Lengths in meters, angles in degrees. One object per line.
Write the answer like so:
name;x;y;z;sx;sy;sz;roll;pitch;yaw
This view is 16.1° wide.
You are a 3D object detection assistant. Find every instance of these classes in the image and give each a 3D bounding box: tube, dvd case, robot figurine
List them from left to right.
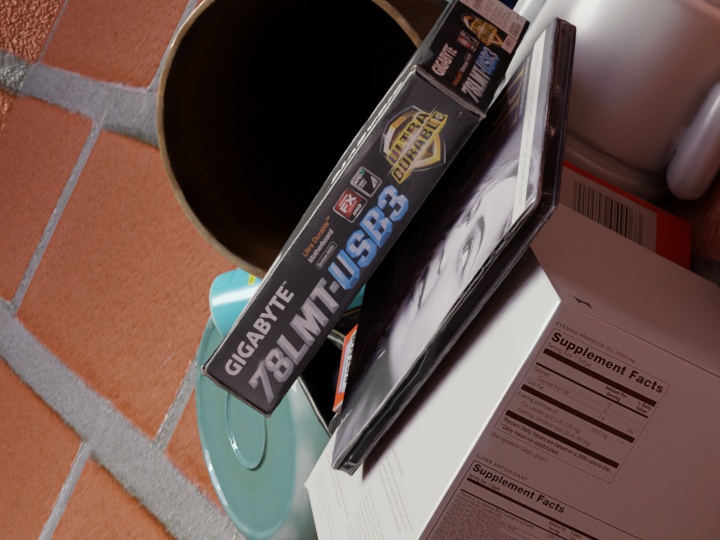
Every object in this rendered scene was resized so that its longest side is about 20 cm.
tube;0.000;0.000;1.590;0.200;0.050;0.077;-18;25;28
dvd case;0.045;-0.012;1.242;0.200;0.016;0.149;-54;15;37
robot figurine;0.145;-0.110;1.414;0.170;0.113;0.200;45;112;38

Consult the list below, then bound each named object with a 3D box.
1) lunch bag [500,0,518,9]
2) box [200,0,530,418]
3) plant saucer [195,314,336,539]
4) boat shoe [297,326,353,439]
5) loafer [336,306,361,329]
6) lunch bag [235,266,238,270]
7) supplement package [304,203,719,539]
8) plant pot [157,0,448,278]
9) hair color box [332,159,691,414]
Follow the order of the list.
lunch bag;0.145;-0.236;1.584;0.200;0.127;0.170;-50;17;5
box;0.007;-0.041;1.325;0.200;0.050;0.199;-56;0;22
plant saucer;-0.068;0.101;1.716;0.200;0.027;0.200;23;116;60
boat shoe;0.008;0.095;1.547;0.070;0.066;0.200;-58;35;23
loafer;0.034;-0.040;1.670;0.200;0.073;0.072;-60;4;-4
lunch bag;-0.036;0.018;1.806;0.176;0.082;0.200;-63;19;6
supplement package;0.090;0.092;1.244;0.200;0.147;0.191;-60;16;15
plant pot;0.006;-0.101;1.542;0.187;0.187;0.200;-56;-13;25
hair color box;0.082;0.027;1.417;0.200;0.111;0.064;-48;24;41
